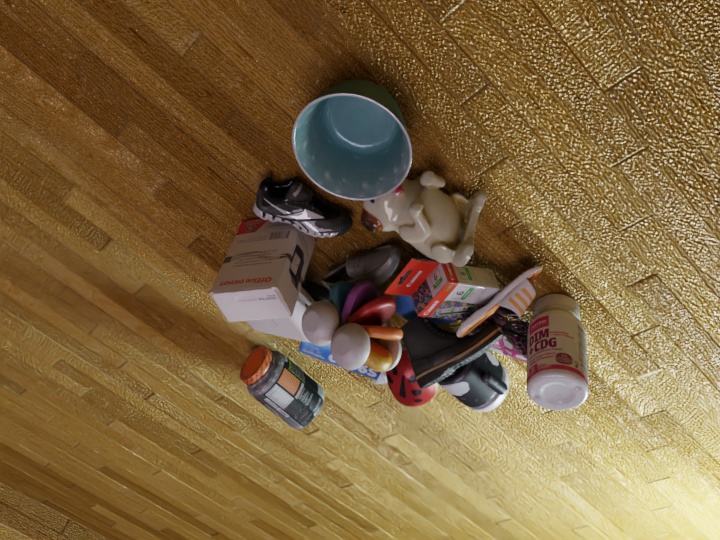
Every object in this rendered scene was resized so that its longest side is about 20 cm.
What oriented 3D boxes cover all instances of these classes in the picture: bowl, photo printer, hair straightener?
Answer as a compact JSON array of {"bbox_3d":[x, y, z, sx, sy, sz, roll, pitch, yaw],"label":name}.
[{"bbox_3d":[-0.005,-0.226,1.132,0.195,0.107,0.204,8,135,8],"label":"bowl"},{"bbox_3d":[-0.174,0.079,1.464,0.195,0.071,0.168,9,148,31],"label":"photo printer"},{"bbox_3d":[-0.136,0.015,1.464,0.197,0.041,0.077,31,134,-9],"label":"hair straightener"}]

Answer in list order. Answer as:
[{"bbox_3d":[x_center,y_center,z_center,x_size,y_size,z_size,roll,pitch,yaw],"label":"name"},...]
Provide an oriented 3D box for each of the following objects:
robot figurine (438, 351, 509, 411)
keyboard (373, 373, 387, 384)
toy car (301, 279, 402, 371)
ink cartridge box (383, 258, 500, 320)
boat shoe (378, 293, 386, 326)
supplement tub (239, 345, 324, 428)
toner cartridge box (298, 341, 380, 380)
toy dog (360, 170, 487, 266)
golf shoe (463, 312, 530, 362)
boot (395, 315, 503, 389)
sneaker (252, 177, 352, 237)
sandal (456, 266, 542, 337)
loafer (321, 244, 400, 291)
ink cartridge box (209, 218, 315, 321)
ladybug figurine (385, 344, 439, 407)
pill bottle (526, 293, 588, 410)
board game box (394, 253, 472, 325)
[{"bbox_3d":[0.235,0.217,1.490,0.124,0.152,0.199,-37,121,25],"label":"robot figurine"},{"bbox_3d":[0.032,0.199,1.611,0.055,0.011,0.203,-5,132,21],"label":"keyboard"},{"bbox_3d":[-0.002,0.096,1.325,0.198,0.153,0.173,33,-169,33],"label":"toy car"},{"bbox_3d":[0.153,0.039,1.295,0.195,0.051,0.109,7,138,-32],"label":"ink cartridge box"},{"bbox_3d":[0.030,0.132,1.467,0.070,0.069,0.205,-3,115,6],"label":"boat shoe"},{"bbox_3d":[-0.190,0.280,1.673,0.121,0.124,0.200,-25,122,34],"label":"supplement tub"},{"bbox_3d":[-0.035,0.174,1.566,0.195,0.044,0.096,20,133,-4],"label":"toner cartridge box"},{"bbox_3d":[0.099,-0.105,1.222,0.196,0.143,0.194,23,170,-9],"label":"toy dog"},{"bbox_3d":[0.306,0.139,1.441,0.196,0.074,0.092,28,155,-4],"label":"golf shoe"},{"bbox_3d":[0.171,0.127,1.384,0.197,0.141,0.077,-32,161,13],"label":"boot"},{"bbox_3d":[-0.107,-0.122,1.292,0.194,0.067,0.092,16,139,3],"label":"sneaker"},{"bbox_3d":[0.274,0.075,1.317,0.205,0.060,0.079,-40,165,3],"label":"sandal"},{"bbox_3d":[0.000,0.000,1.381,0.069,0.071,0.198,32,135,-29],"label":"loafer"},{"bbox_3d":[-0.183,-0.006,1.330,0.141,0.203,0.085,-6,134,21],"label":"ink cartridge box"},{"bbox_3d":[0.111,0.244,1.567,0.133,0.072,0.203,22,145,24],"label":"ladybug figurine"},{"bbox_3d":[0.376,0.152,1.330,0.110,0.203,0.115,7,137,7],"label":"pill bottle"},{"bbox_3d":[0.152,0.031,1.392,0.153,0.040,0.203,8,136,-6],"label":"board game box"}]
